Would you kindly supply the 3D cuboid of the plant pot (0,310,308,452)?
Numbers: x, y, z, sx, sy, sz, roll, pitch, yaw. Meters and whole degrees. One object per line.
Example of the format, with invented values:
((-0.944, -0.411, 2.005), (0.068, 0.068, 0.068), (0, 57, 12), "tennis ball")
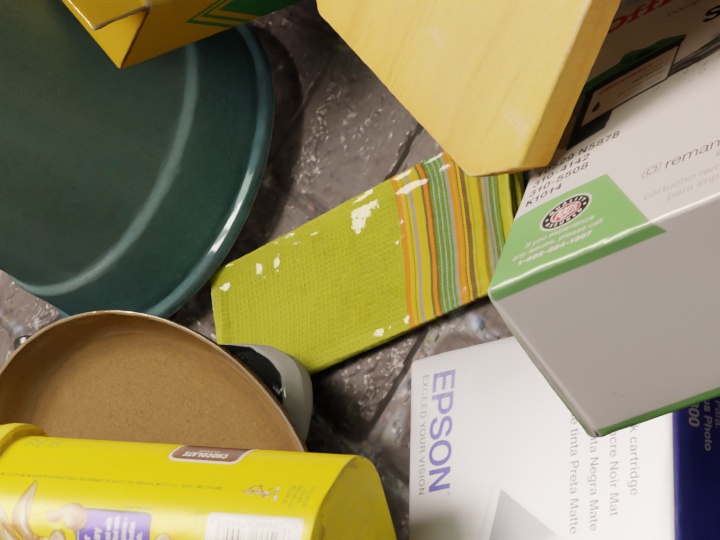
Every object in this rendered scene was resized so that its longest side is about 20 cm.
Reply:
((-0.099, 0.112, 0.970), (0.200, 0.027, 0.200), (8, 108, 25), "plant pot")

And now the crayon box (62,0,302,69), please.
((-0.103, -0.181, 1.023), (0.127, 0.200, 0.051), (50, 138, 15), "crayon box")

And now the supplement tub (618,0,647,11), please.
((0.076, -0.186, 0.932), (0.132, 0.132, 0.200), (-24, 57, 33), "supplement tub")

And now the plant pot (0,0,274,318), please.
((-0.183, -0.088, 1.067), (0.200, 0.196, 0.200), (-24, 54, 38), "plant pot")

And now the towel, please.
((0.000, 0.000, 0.999), (0.200, 0.018, 0.086), (-26, 55, 32), "towel")

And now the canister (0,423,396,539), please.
((-0.084, 0.145, 0.897), (0.200, 0.149, 0.087), (1, 31, 25), "canister")

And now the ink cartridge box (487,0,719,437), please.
((0.147, -0.046, 0.773), (0.146, 0.084, 0.200), (-24, 26, 32), "ink cartridge box")

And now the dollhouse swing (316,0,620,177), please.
((0.097, -0.161, 0.803), (0.200, 0.182, 0.176), (50, 147, 38), "dollhouse swing")

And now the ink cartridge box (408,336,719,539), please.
((0.105, 0.115, 0.836), (0.200, 0.041, 0.200), (-17, 62, 37), "ink cartridge box")

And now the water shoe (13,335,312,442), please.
((-0.108, 0.068, 1.014), (0.200, 0.079, 0.072), (2, 85, 48), "water shoe")
